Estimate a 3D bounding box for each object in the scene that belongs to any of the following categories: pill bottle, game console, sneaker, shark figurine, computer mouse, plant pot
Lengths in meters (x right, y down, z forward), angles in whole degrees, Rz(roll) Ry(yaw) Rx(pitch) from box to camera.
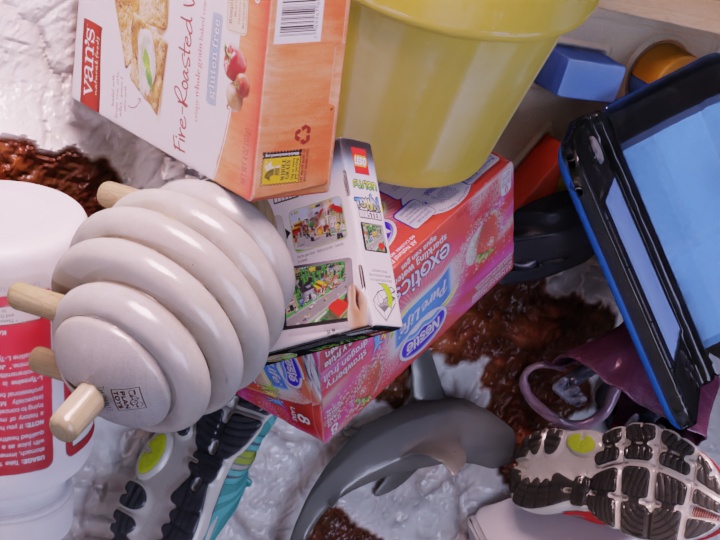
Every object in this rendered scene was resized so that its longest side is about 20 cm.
[{"bbox_3d":[-0.210,0.059,1.351,0.112,0.112,0.201,-14,118,-31],"label":"pill bottle"},{"bbox_3d":[0.223,-0.023,1.525,0.118,0.171,0.201,-23,98,14],"label":"game console"},{"bbox_3d":[-0.097,0.112,1.500,0.201,0.077,0.080,-60,160,-3],"label":"sneaker"},{"bbox_3d":[0.191,0.145,1.601,0.085,0.199,0.078,17,85,-36],"label":"sneaker"},{"bbox_3d":[0.026,0.139,1.582,0.214,0.089,0.129,-32,125,-23],"label":"shark figurine"},{"bbox_3d":[0.083,0.002,1.565,0.199,0.034,0.059,-26,143,-7],"label":"computer mouse"},{"bbox_3d":[0.040,-0.163,1.393,0.200,0.201,0.190,-10,133,-33],"label":"plant pot"}]

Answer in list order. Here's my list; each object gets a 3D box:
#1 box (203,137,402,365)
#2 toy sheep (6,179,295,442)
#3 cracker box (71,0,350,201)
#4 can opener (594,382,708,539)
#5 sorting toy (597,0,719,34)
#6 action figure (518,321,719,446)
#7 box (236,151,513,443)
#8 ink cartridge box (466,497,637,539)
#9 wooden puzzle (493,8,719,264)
[{"bbox_3d":[-0.076,0.002,1.351,0.035,0.199,0.111,8,70,-58],"label":"box"},{"bbox_3d":[-0.109,0.021,1.256,0.200,0.137,0.138,-55,136,-33],"label":"toy sheep"},{"bbox_3d":[-0.087,-0.134,1.293,0.057,0.200,0.135,-8,114,-34],"label":"cracker box"},{"bbox_3d":[0.217,0.168,1.758,0.067,0.053,0.201,-41,128,-15],"label":"can opener"},{"bbox_3d":[0.227,-0.266,1.552,0.199,0.069,0.200,6,107,-39],"label":"sorting toy"},{"bbox_3d":[0.230,0.037,1.657,0.134,0.149,0.200,41,64,-13],"label":"action figure"},{"bbox_3d":[0.000,0.000,1.447,0.200,0.099,0.096,-42,144,-34],"label":"box"},{"bbox_3d":[0.170,0.258,1.720,0.144,0.084,0.201,-16,122,-9],"label":"ink cartridge box"},{"bbox_3d":[0.165,-0.099,1.599,0.184,0.046,0.201,4,108,-37],"label":"wooden puzzle"}]
